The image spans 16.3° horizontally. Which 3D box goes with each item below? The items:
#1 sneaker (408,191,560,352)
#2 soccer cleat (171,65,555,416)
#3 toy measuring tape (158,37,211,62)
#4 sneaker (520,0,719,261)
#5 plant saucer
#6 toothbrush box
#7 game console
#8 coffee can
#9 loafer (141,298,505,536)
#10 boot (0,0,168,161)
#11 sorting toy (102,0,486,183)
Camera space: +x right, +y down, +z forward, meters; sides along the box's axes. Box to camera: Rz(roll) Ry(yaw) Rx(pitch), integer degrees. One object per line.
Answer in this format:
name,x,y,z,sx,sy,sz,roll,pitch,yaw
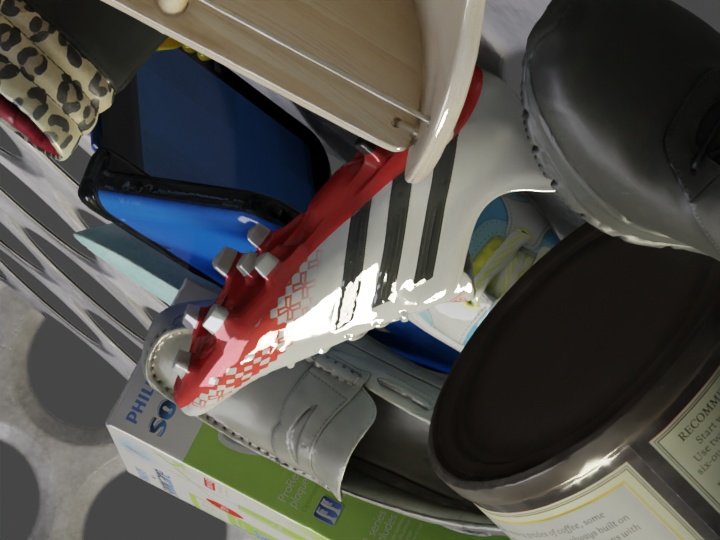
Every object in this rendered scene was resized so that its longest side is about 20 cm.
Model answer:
sneaker,0.089,0.017,1.061,0.200,0.080,0.131,41,167,-16
soccer cleat,0.000,0.000,1.024,0.085,0.200,0.069,36,-157,-16
toy measuring tape,-0.110,-0.154,1.082,0.074,0.074,0.200,30,166,46
sneaker,0.135,-0.022,0.773,0.200,0.076,0.091,38,162,-22
plant saucer,-0.063,0.019,1.372,0.201,0.039,0.201,32,173,4
toothbrush box,-0.015,0.098,1.243,0.200,0.086,0.146,28,168,5
game console,-0.030,-0.042,1.180,0.170,0.119,0.200,9,164,40
coffee can,0.144,0.086,0.937,0.200,0.146,0.146,45,169,-20
loafer,-0.006,0.067,1.132,0.199,0.070,0.070,17,-153,4
boot,-0.124,-0.152,0.898,0.203,0.154,0.073,40,170,8
sorting toy,-0.029,-0.141,0.774,0.200,0.107,0.180,28,158,-4
